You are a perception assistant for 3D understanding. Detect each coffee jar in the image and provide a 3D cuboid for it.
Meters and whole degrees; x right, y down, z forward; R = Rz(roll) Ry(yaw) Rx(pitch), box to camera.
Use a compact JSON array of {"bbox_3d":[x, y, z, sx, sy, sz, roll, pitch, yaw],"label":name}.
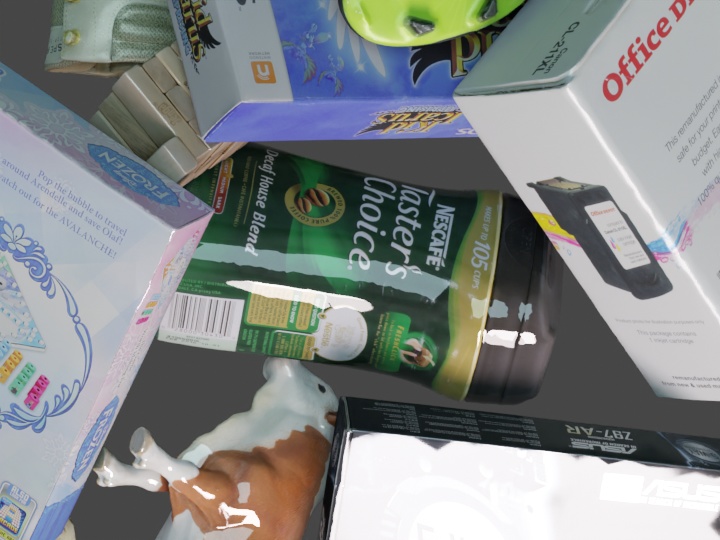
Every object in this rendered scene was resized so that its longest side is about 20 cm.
[{"bbox_3d":[0.000,0.000,1.447,0.199,0.086,0.105,11,44,-3],"label":"coffee jar"}]

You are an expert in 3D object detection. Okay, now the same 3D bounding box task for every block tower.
[{"bbox_3d":[-0.046,-0.102,1.427,0.058,0.054,0.200,50,52,2],"label":"block tower"}]

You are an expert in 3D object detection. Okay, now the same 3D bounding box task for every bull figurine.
[{"bbox_3d":[-0.077,0.131,1.443,0.121,0.065,0.201,16,91,-30],"label":"bull figurine"}]

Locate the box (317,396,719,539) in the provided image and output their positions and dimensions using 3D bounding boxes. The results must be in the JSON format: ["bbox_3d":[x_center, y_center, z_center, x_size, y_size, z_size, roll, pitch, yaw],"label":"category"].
[{"bbox_3d":[0.077,0.152,1.439,0.199,0.044,0.161,7,109,-7],"label":"box"}]

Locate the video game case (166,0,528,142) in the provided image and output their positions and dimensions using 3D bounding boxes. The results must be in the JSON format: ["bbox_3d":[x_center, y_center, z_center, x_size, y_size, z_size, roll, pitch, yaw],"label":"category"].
[{"bbox_3d":[-0.003,-0.153,1.415,0.199,0.045,0.182,-3,69,-33],"label":"video game case"}]

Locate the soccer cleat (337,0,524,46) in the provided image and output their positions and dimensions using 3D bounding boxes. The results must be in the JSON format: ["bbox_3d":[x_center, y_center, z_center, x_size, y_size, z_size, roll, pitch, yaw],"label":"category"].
[{"bbox_3d":[0.065,-0.165,1.397,0.200,0.081,0.068,-35,109,-20],"label":"soccer cleat"}]

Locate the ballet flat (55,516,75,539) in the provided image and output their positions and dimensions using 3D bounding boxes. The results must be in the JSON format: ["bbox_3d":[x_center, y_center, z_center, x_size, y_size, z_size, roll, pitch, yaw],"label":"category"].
[{"bbox_3d":[-0.237,0.111,1.454,0.199,0.057,0.067,17,87,-2],"label":"ballet flat"}]

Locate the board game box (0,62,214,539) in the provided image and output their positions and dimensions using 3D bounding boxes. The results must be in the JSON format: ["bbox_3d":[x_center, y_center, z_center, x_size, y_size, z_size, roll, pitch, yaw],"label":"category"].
[{"bbox_3d":[-0.192,0.001,1.398,0.200,0.043,0.199,35,119,13],"label":"board game box"}]

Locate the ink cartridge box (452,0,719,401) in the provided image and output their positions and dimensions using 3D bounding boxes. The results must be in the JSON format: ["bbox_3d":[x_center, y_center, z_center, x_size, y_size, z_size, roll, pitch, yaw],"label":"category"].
[{"bbox_3d":[0.156,-0.059,1.407,0.146,0.083,0.200,-50,119,-28],"label":"ink cartridge box"}]

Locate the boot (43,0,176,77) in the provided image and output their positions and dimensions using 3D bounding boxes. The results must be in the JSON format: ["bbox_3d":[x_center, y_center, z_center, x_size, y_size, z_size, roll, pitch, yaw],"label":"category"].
[{"bbox_3d":[-0.147,-0.177,1.470,0.199,0.072,0.155,10,89,-2],"label":"boot"}]
